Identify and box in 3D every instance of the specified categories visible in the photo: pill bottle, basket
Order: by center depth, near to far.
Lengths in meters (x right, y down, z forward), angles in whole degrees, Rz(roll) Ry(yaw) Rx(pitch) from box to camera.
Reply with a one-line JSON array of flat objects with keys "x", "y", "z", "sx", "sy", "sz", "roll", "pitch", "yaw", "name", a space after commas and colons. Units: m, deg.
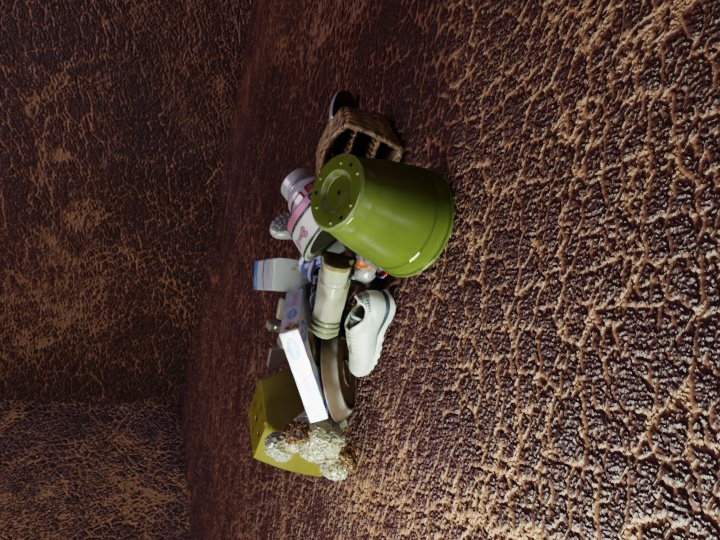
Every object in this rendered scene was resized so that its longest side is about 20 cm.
[{"x": -0.015, "y": -0.224, "z": 1.415, "sx": 0.150, "sy": 0.141, "sz": 0.201, "roll": -108, "pitch": 32, "yaw": -46, "name": "basket"}, {"x": -0.094, "y": -0.141, "z": 1.536, "sx": 0.200, "sy": 0.111, "sz": 0.113, "roll": 48, "pitch": 134, "yaw": 26, "name": "pill bottle"}]

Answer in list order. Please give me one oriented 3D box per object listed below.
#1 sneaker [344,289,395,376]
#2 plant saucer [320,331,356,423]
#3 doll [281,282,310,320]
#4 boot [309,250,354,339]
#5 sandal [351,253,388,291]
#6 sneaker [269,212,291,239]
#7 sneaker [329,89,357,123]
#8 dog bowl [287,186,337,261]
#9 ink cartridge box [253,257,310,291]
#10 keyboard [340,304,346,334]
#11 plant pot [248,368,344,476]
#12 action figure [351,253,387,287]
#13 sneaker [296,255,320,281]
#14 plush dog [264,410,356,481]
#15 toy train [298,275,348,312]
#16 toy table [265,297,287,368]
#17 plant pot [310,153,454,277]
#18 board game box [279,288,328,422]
[{"x": 0.001, "y": 0.126, "z": 1.339, "sx": 0.076, "sy": 0.080, "sz": 0.202, "roll": 44, "pitch": 128, "yaw": 46, "name": "sneaker"}, {"x": -0.041, "y": 0.215, "z": 1.401, "sx": 0.200, "sy": 0.032, "sz": 0.203, "roll": -10, "pitch": -90, "yaw": -78, "name": "plant saucer"}, {"x": -0.130, "y": 0.134, "z": 1.632, "sx": 0.048, "sy": 0.135, "sz": 0.203, "roll": 6, "pitch": 77, "yaw": 58, "name": "doll"}, {"x": -0.060, "y": 0.047, "z": 1.361, "sx": 0.200, "sy": 0.071, "sz": 0.157, "roll": -93, "pitch": 14, "yaw": -80, "name": "boot"}, {"x": 0.000, "y": -0.001, "z": 1.444, "sx": 0.200, "sy": 0.047, "sz": 0.076, "roll": -167, "pitch": 84, "yaw": -67, "name": "sandal"}, {"x": -0.142, "y": -0.101, "z": 1.655, "sx": 0.076, "sy": 0.199, "sz": 0.081, "roll": 44, "pitch": 132, "yaw": 28, "name": "sneaker"}, {"x": -0.054, "y": -0.336, "z": 1.633, "sx": 0.084, "sy": 0.072, "sz": 0.203, "roll": 164, "pitch": 109, "yaw": -64, "name": "sneaker"}, {"x": -0.067, "y": -0.116, "z": 1.351, "sx": 0.074, "sy": 0.200, "sz": 0.201, "roll": 43, "pitch": 140, "yaw": 8, "name": "dog bowl"}, {"x": -0.195, "y": 0.017, "z": 1.797, "sx": 0.200, "sy": 0.143, "sz": 0.085, "roll": 176, "pitch": 98, "yaw": -68, "name": "ink cartridge box"}, {"x": -0.062, "y": 0.131, "z": 1.494, "sx": 0.104, "sy": 0.039, "sz": 0.203, "roll": -38, "pitch": -49, "yaw": -60, "name": "keyboard"}, {"x": -0.166, "y": 0.353, "z": 1.598, "sx": 0.201, "sy": 0.174, "sz": 0.201, "roll": -107, "pitch": 31, "yaw": -45, "name": "plant pot"}, {"x": 0.024, "y": -0.066, "z": 1.328, "sx": 0.199, "sy": 0.104, "sz": 0.196, "roll": 4, "pitch": 74, "yaw": 60, "name": "action figure"}, {"x": -0.083, "y": -0.052, "z": 1.638, "sx": 0.082, "sy": 0.073, "sz": 0.201, "roll": 49, "pitch": 125, "yaw": 36, "name": "sneaker"}, {"x": -0.084, "y": 0.347, "z": 1.393, "sx": 0.162, "sy": 0.198, "sz": 0.172, "roll": -69, "pitch": 13, "yaw": -9, "name": "plush dog"}, {"x": -0.089, "y": 0.111, "z": 1.554, "sx": 0.085, "sy": 0.113, "sz": 0.203, "roll": 21, "pitch": 106, "yaw": 54, "name": "toy train"}, {"x": -0.173, "y": 0.173, "z": 1.744, "sx": 0.183, "sy": 0.116, "sz": 0.203, "roll": -174, "pitch": 91, "yaw": -68, "name": "toy table"}, {"x": 0.024, "y": -0.108, "z": 1.140, "sx": 0.199, "sy": 0.192, "sz": 0.203, "roll": -16, "pitch": 66, "yaw": 42, "name": "plant pot"}, {"x": -0.109, "y": 0.167, "z": 1.357, "sx": 0.200, "sy": 0.041, "sz": 0.202, "roll": -96, "pitch": -10, "yaw": -68, "name": "board game box"}]
